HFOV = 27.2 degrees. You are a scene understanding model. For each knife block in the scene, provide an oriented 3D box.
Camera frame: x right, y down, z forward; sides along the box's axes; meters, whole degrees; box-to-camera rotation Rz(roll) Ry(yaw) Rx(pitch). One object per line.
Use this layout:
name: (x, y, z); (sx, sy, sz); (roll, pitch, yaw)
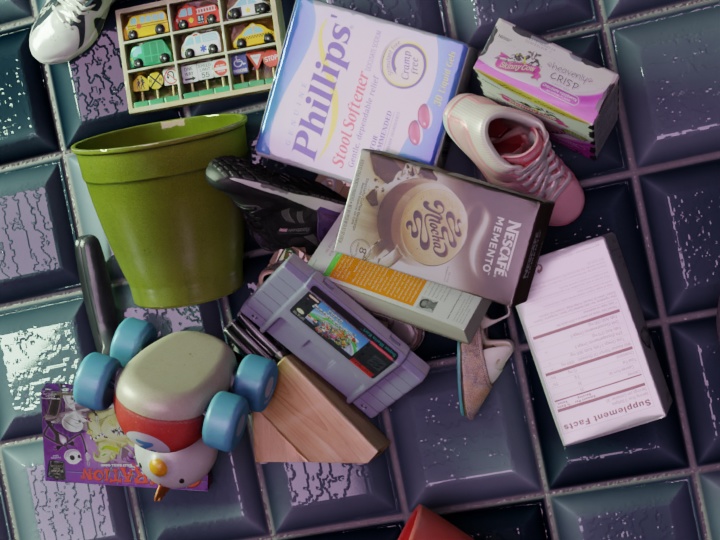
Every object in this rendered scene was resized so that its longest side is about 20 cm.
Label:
knife block: (-0.071, 0.132, 1.715); (0.199, 0.064, 0.176); (-1, 94, 15)

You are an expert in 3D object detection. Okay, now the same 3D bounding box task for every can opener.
can opener: (-0.305, 0.054, 1.779); (0.063, 0.078, 0.201); (-18, 91, 57)

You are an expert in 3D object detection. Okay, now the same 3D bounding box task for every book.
book: (0.057, -0.011, 1.630); (0.199, 0.048, 0.134); (19, 64, 26)

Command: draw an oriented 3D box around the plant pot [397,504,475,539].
plant pot: (0.102, 0.384, 1.629); (0.177, 0.200, 0.201); (25, 99, 1)

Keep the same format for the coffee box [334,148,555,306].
coffee box: (0.088, -0.046, 1.543); (0.199, 0.080, 0.113); (17, 97, 17)

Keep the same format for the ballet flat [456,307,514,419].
ballet flat: (0.136, 0.066, 1.658); (0.067, 0.068, 0.201); (-5, 93, 11)

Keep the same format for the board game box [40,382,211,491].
board game box: (-0.276, 0.197, 1.760); (0.199, 0.032, 0.120); (2, 112, 4)

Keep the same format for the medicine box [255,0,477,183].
medicine box: (0.008, -0.188, 1.653); (0.199, 0.103, 0.183); (17, 97, 9)

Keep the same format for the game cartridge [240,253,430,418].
game cartridge: (-0.030, 0.076, 1.656); (0.200, 0.130, 0.038); (40, 57, -6)

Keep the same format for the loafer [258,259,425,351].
loafer: (-0.026, 0.046, 1.692); (0.199, 0.063, 0.072); (22, 97, 13)

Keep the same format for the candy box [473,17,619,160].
candy box: (0.197, -0.185, 1.555); (0.136, 0.200, 0.061); (27, 88, 12)

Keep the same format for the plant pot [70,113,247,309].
plant pot: (-0.210, -0.064, 1.689); (0.200, 0.200, 0.194); (-6, 104, 15)

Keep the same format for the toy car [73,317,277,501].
toy car: (-0.210, 0.184, 1.657); (0.184, 0.177, 0.201); (15, 116, 11)

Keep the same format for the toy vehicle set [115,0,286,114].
toy vehicle set: (-0.184, -0.260, 1.742); (0.199, 0.027, 0.125); (-9, 91, 15)

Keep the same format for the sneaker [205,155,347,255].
sneaker: (-0.098, -0.062, 1.641); (0.076, 0.200, 0.088); (38, 105, 42)

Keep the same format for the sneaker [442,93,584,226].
sneaker: (0.179, -0.109, 1.578); (0.200, 0.105, 0.075); (40, 85, -24)

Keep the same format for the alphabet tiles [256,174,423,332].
alphabet tiles: (0.000, 0.000, 1.719); (0.200, 0.008, 0.168); (32, 100, 11)

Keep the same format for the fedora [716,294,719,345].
fedora: (0.473, 0.061, 1.557); (0.200, 0.090, 0.177); (26, 98, 18)

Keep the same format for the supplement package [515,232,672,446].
supplement package: (0.247, 0.072, 1.602); (0.117, 0.117, 0.201); (-19, 88, 15)

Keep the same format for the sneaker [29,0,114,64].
sneaker: (-0.331, -0.322, 1.724); (0.199, 0.130, 0.080); (-37, 83, 14)
